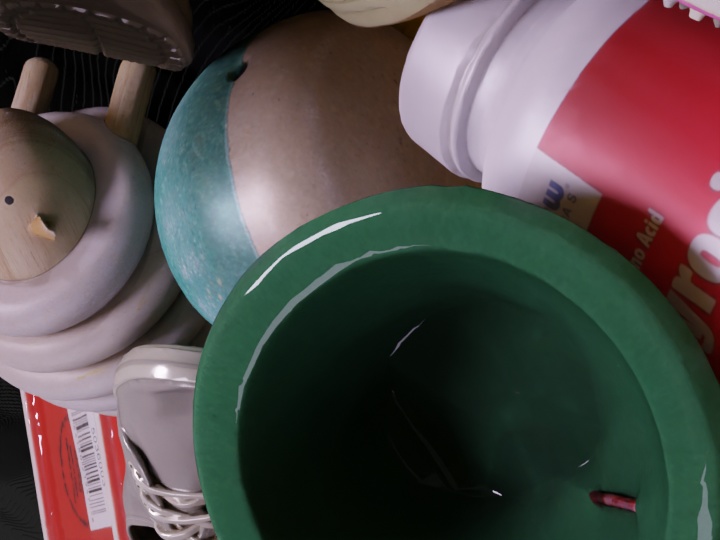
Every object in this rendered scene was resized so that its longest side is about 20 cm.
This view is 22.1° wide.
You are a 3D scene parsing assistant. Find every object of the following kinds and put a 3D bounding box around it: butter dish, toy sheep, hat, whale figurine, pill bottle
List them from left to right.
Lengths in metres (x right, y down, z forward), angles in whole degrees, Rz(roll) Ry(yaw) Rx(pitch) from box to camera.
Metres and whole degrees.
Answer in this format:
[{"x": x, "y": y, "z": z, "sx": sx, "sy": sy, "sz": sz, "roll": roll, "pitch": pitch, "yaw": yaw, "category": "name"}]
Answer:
[{"x": -0.109, "y": -0.005, "z": 0.778, "sx": 0.137, "sy": 0.139, "sz": 0.200, "roll": 1, "pitch": 155, "yaw": 27, "category": "toy sheep"}, {"x": -0.086, "y": 0.091, "z": 0.970, "sx": 0.147, "sy": 0.201, "sz": 0.199, "roll": -9, "pitch": -179, "yaw": -26, "category": "butter dish"}, {"x": 0.000, "y": 0.000, "z": 0.693, "sx": 0.103, "sy": 0.160, "sz": 0.200, "roll": -17, "pitch": 130, "yaw": 30, "category": "whale figurine"}, {"x": 0.052, "y": 0.039, "z": 0.611, "sx": 0.200, "sy": 0.176, "sz": 0.166, "roll": -33, "pitch": 91, "yaw": 31, "category": "hat"}, {"x": 0.111, "y": -0.023, "z": 0.557, "sx": 0.200, "sy": 0.112, "sz": 0.112, "roll": 38, "pitch": 170, "yaw": 28, "category": "pill bottle"}]

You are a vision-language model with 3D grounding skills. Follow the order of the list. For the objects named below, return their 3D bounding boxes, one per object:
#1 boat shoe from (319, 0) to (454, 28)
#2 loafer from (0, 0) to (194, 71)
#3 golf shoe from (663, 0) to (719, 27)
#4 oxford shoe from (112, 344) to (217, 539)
[{"x": 0.031, "y": -0.117, "z": 0.512, "sx": 0.062, "sy": 0.074, "sz": 0.200, "roll": 24, "pitch": 156, "yaw": -31, "category": "boat shoe"}, {"x": -0.088, "y": -0.115, "z": 0.600, "sx": 0.076, "sy": 0.068, "sz": 0.200, "roll": 12, "pitch": 173, "yaw": 0, "category": "loafer"}, {"x": 0.159, "y": -0.104, "z": 0.501, "sx": 0.199, "sy": 0.075, "sz": 0.092, "roll": 14, "pitch": 130, "yaw": 13, "category": "golf shoe"}, {"x": -0.065, "y": 0.078, "z": 0.738, "sx": 0.075, "sy": 0.058, "sz": 0.200, "roll": 11, "pitch": 157, "yaw": -3, "category": "oxford shoe"}]
